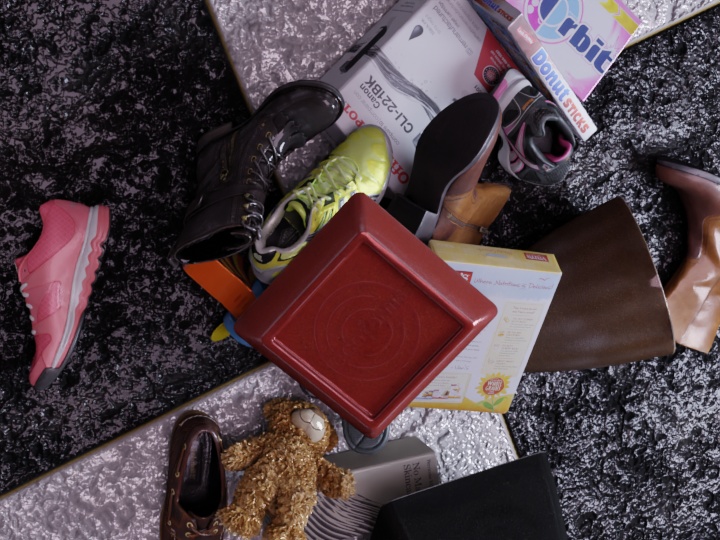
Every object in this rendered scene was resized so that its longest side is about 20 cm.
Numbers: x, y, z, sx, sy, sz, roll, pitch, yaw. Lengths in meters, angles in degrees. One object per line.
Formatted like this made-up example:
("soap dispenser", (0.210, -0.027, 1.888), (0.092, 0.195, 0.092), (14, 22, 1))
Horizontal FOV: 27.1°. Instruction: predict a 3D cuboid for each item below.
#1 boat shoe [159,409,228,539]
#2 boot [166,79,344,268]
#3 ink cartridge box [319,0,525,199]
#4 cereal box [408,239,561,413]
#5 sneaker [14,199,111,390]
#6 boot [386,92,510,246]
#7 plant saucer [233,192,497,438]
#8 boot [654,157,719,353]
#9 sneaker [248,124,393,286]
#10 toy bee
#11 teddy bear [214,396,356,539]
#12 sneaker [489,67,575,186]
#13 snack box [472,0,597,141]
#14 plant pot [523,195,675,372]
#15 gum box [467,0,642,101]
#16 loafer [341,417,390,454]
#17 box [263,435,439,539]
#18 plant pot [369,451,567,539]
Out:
("boat shoe", (-0.180, 0.256, 1.628), (0.070, 0.070, 0.202), (-5, 102, -20))
("boot", (-0.102, -0.091, 1.509), (0.199, 0.175, 0.069), (-26, 127, 25))
("ink cartridge box", (0.056, -0.195, 1.624), (0.200, 0.084, 0.144), (-45, 112, -7))
("cereal box", (0.116, 0.063, 1.592), (0.142, 0.040, 0.201), (6, 125, -16))
("sneaker", (-0.321, 0.021, 1.546), (0.086, 0.074, 0.202), (17, 90, -8))
("boot", (0.123, -0.090, 1.605), (0.199, 0.068, 0.190), (10, 108, -61))
("plant saucer", (0.006, 0.056, 1.509), (0.200, 0.037, 0.200), (39, 105, -16))
("boot", (0.389, -0.019, 1.800), (0.187, 0.068, 0.201), (26, 97, -29))
("sneaker", (-0.036, -0.068, 1.522), (0.075, 0.076, 0.201), (36, 81, 13))
("toy bee", (-0.104, 0.047, 1.614), (0.130, 0.109, 0.202), (-24, 94, 17))
("teddy bear", (-0.079, 0.215, 1.597), (0.200, 0.144, 0.067), (-46, 156, -39))
("sneaker", (0.198, -0.136, 1.643), (0.081, 0.086, 0.200), (-50, 150, 1))
("snack box", (0.189, -0.219, 1.607), (0.024, 0.072, 0.200), (-42, 134, 1))
("plant pot", (0.229, 0.037, 1.692), (0.198, 0.187, 0.189), (-19, 106, 2))
("gum box", (0.202, -0.297, 1.667), (0.200, 0.066, 0.114), (39, 86, -21))
("loafer", (0.009, 0.104, 1.680), (0.071, 0.063, 0.202), (4, 84, 6))
("box", (-0.012, 0.252, 1.687), (0.198, 0.068, 0.083), (-12, 103, -17))
("plant pot", (0.131, 0.344, 1.650), (0.198, 0.201, 0.179), (-15, 64, -16))
